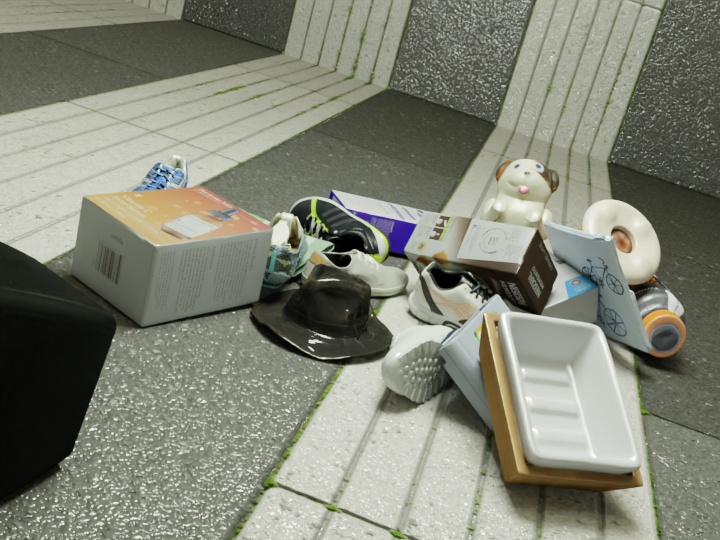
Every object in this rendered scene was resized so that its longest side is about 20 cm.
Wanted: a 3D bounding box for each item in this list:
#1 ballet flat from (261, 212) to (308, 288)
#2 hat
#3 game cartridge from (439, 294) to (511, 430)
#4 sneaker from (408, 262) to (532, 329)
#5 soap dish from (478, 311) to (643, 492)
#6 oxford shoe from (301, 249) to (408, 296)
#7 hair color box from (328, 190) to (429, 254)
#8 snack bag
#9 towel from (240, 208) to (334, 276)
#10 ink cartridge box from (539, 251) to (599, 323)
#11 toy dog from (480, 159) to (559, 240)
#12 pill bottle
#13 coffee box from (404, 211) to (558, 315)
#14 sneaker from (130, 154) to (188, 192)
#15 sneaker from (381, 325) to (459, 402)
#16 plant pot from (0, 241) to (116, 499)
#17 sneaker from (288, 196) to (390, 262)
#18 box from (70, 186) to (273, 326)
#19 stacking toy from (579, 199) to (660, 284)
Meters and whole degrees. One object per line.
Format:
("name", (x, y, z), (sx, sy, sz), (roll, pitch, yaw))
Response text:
("ballet flat", (-0.107, -0.043, 1.336), (0.073, 0.075, 0.201), (14, 22, -6))
("hat", (-0.039, 0.039, 1.239), (0.197, 0.082, 0.201), (16, 20, -6))
("game cartridge", (0.175, 0.115, 1.188), (0.134, 0.040, 0.200), (56, 29, 0))
("sneaker", (0.167, 0.052, 1.363), (0.196, 0.081, 0.074), (17, 39, 6))
("soap dish", (0.215, 0.149, 1.058), (0.154, 0.082, 0.203), (9, 49, -19))
("oxford shoe", (0.000, 0.000, 1.417), (0.197, 0.059, 0.075), (3, 20, -40))
("hair color box", (0.044, -0.077, 1.646), (0.196, 0.066, 0.109), (10, 18, -18))
("snack bag", (0.360, 0.018, 1.459), (0.021, 0.203, 0.188), (-29, 20, -13))
("towel", (-0.156, -0.050, 1.439), (0.197, 0.024, 0.152), (20, 24, 16))
("ink cartridge box", (0.269, 0.026, 1.501), (0.114, 0.068, 0.200), (-19, 34, -20))
("toy dog", (0.283, -0.092, 1.663), (0.137, 0.204, 0.193), (15, 13, 23))
("pill bottle", (0.463, 0.067, 1.551), (0.104, 0.108, 0.201), (14, 19, -8))
("coffee box", (0.179, -0.012, 1.416), (0.198, 0.081, 0.115), (12, -28, 39))
("sneaker", (-0.314, -0.123, 1.455), (0.074, 0.078, 0.200), (18, 21, -2))
("sneaker", (0.065, 0.109, 1.175), (0.079, 0.078, 0.199), (16, 10, 25))
("plant pot", (-0.323, 0.070, 0.776), (0.198, 0.203, 0.176), (28, 11, 29))
("sneaker", (-0.042, -0.063, 1.522), (0.197, 0.073, 0.082), (21, 23, 24))
("box", (-0.236, -0.025, 1.202), (0.151, 0.108, 0.198), (29, 24, 32))
("stacking toy", (0.381, -0.010, 1.566), (0.144, 0.200, 0.149), (11, 60, -20))
